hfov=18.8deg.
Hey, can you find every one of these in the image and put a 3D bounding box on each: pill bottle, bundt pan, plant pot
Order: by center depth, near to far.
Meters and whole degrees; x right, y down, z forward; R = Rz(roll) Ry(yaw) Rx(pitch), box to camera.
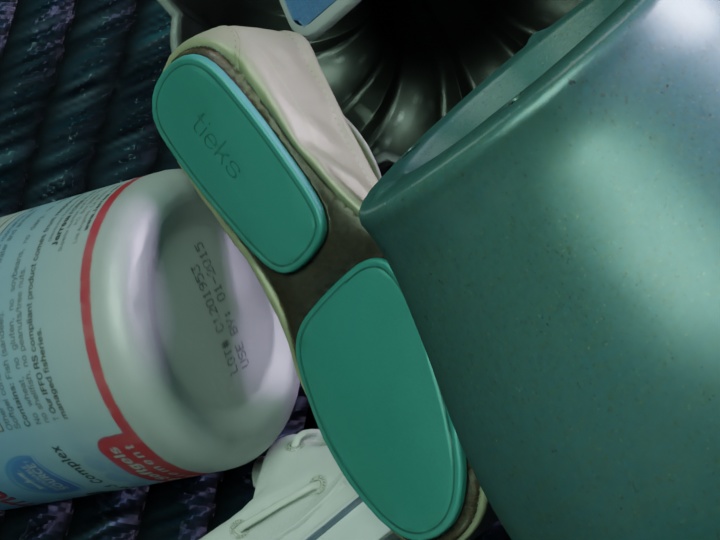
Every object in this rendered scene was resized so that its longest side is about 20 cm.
[{"bbox_3d":[0.105,0.012,0.658,0.200,0.200,0.188,-40,96,5],"label":"plant pot"},{"bbox_3d":[-0.128,0.034,0.825,0.199,0.108,0.110,-14,66,35],"label":"pill bottle"},{"bbox_3d":[0.026,-0.118,0.846,0.200,0.076,0.203,-8,69,21],"label":"bundt pan"}]

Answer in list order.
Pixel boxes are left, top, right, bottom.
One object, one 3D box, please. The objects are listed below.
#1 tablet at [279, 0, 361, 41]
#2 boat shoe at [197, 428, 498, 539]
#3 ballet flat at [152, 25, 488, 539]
[{"bbox_3d":[0.028,-0.189,0.789,0.200,0.014,0.131,-38,59,27],"label":"tablet"},{"bbox_3d":[-0.015,0.090,0.791,0.199,0.074,0.066,-36,66,6],"label":"boat shoe"},{"bbox_3d":[0.000,0.000,0.751,0.069,0.069,0.201,-31,77,9],"label":"ballet flat"}]
